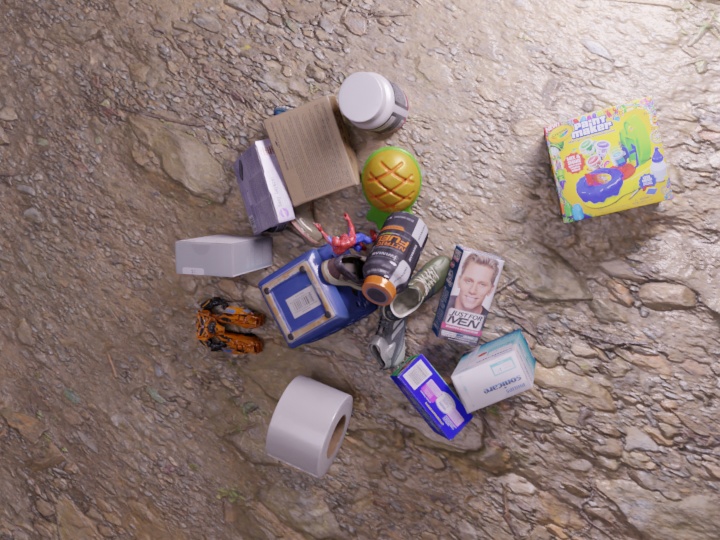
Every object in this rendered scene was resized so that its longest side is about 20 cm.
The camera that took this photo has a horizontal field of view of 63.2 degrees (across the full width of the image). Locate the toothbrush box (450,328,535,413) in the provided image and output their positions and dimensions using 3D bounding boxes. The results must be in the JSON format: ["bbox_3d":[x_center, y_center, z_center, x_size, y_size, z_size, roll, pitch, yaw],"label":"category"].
[{"bbox_3d":[0.284,0.208,1.234,0.145,0.200,0.086,-27,89,21],"label":"toothbrush box"}]

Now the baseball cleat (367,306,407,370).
[{"bbox_3d":[0.063,0.128,1.347,0.069,0.106,0.204,-2,96,41],"label":"baseball cleat"}]

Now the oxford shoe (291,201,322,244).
[{"bbox_3d":[-0.141,-0.157,1.401,0.073,0.071,0.202,-33,87,14],"label":"oxford shoe"}]

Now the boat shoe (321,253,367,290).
[{"bbox_3d":[0.000,0.000,1.303,0.064,0.198,0.073,-22,70,38],"label":"boat shoe"}]

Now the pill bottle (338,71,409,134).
[{"bbox_3d":[0.029,-0.355,1.243,0.112,0.200,0.116,3,98,18],"label":"pill bottle"}]

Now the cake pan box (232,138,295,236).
[{"bbox_3d":[-0.231,-0.187,1.382,0.184,0.052,0.203,-16,91,63],"label":"cake pan box"}]

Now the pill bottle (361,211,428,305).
[{"bbox_3d":[0.070,-0.023,1.258,0.105,0.202,0.107,17,144,13],"label":"pill bottle"}]

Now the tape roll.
[{"bbox_3d":[-0.117,0.369,1.394,0.137,0.202,0.206,18,103,15],"label":"tape roll"}]

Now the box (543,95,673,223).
[{"bbox_3d":[0.479,-0.211,1.151,0.197,0.122,0.196,-13,92,20],"label":"box"}]

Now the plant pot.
[{"bbox_3d":[-0.106,0.057,1.357,0.198,0.179,0.202,-29,87,22],"label":"plant pot"}]

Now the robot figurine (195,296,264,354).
[{"bbox_3d":[-0.346,0.149,1.517,0.197,0.058,0.148,8,99,17],"label":"robot figurine"}]

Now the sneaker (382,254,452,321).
[{"bbox_3d":[0.133,0.041,1.288,0.200,0.090,0.067,-41,89,-3],"label":"sneaker"}]

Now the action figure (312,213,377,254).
[{"bbox_3d":[-0.032,-0.086,1.302,0.065,0.200,0.100,-35,84,19],"label":"action figure"}]

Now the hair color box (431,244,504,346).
[{"bbox_3d":[0.234,0.056,1.287,0.098,0.061,0.203,12,102,-10],"label":"hair color box"}]

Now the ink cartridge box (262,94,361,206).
[{"bbox_3d":[-0.103,-0.266,1.305,0.162,0.075,0.203,-15,104,17],"label":"ink cartridge box"}]

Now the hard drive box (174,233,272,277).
[{"bbox_3d":[-0.324,-0.040,1.409,0.153,0.200,0.078,3,99,19],"label":"hard drive box"}]

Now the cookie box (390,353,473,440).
[{"bbox_3d":[0.149,0.274,1.286,0.075,0.200,0.172,-39,84,-8],"label":"cookie box"}]

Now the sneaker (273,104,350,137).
[{"bbox_3d":[-0.126,-0.321,1.368,0.198,0.078,0.091,31,109,13],"label":"sneaker"}]

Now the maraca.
[{"bbox_3d":[0.068,-0.179,1.309,0.135,0.108,0.203,5,123,8],"label":"maraca"}]
